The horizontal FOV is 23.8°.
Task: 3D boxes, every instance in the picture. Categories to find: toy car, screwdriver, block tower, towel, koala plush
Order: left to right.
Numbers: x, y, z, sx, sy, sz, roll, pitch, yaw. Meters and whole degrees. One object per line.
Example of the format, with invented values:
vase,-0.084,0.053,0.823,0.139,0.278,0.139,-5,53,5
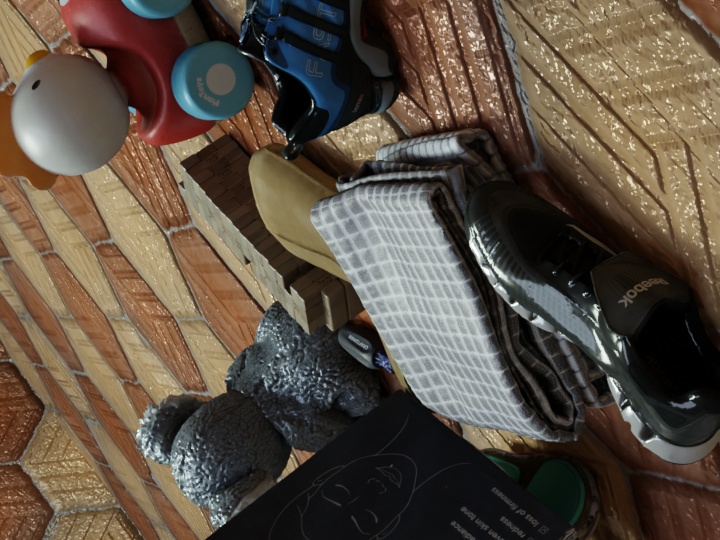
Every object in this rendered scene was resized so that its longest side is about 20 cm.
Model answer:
toy car,-0.219,-0.153,1.352,0.177,0.200,0.184,62,161,-18
koala plush,-0.088,0.136,1.518,0.177,0.200,0.184,45,159,31
block tower,-0.079,-0.032,1.439,0.200,0.054,0.058,45,159,29
screwdriver,0.035,0.085,1.381,0.200,0.029,0.028,37,155,57
towel,0.064,0.013,1.101,0.201,0.085,0.165,60,161,-13

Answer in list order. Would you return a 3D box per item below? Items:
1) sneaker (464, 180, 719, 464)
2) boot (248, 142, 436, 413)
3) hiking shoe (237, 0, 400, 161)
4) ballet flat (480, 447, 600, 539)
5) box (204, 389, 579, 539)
sneaker,0.140,0.015,0.952,0.200,0.066,0.091,48,158,10
boot,0.000,0.000,1.289,0.200,0.066,0.176,27,137,57
hiking shoe,-0.040,-0.166,1.053,0.074,0.087,0.201,30,149,53
ballet flat,0.135,0.171,1.249,0.072,0.072,0.200,60,162,-14
box,0.024,0.221,1.169,0.200,0.196,0.124,37,154,44
